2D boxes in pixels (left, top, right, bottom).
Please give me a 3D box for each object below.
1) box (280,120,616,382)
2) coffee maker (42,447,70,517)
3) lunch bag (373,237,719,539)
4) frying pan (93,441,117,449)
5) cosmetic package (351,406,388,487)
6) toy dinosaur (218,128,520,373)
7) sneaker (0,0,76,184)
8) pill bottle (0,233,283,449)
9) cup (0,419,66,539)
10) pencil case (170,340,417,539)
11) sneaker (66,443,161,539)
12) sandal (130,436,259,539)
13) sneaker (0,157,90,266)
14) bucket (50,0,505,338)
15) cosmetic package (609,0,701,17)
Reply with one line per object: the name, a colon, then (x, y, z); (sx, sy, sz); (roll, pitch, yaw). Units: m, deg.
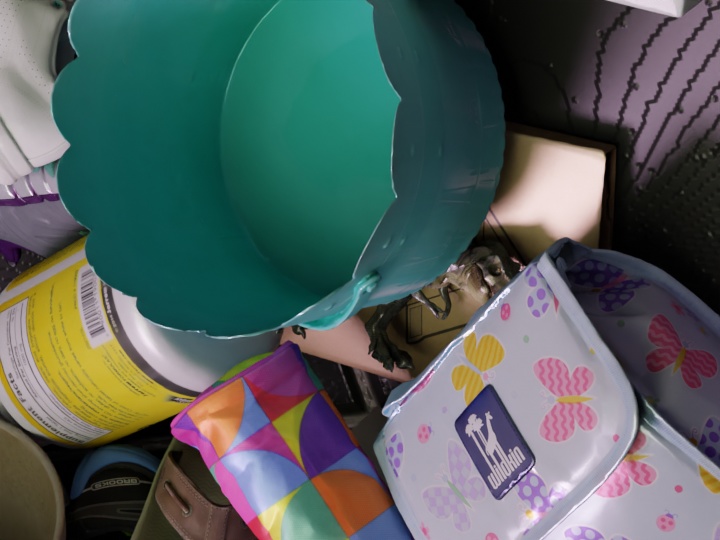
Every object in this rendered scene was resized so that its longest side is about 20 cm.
box: (0.040, -0.010, 1.052); (0.198, 0.021, 0.165); (16, 121, 29)
coffee maker: (-0.231, 0.190, 1.291); (0.201, 0.134, 0.192); (53, 157, 2)
lunch bag: (0.118, 0.101, 0.968); (0.200, 0.127, 0.170); (42, 126, -3)
frying pan: (-0.088, 0.159, 1.226); (0.190, 0.031, 0.115); (50, 130, -1)
cosmetic package: (0.054, 0.182, 1.097); (0.199, 0.087, 0.104); (32, 129, 18)
toy dinosaur: (0.000, 0.000, 1.041); (0.199, 0.047, 0.089); (24, 109, 25)
sneaker: (-0.203, -0.151, 1.124); (0.088, 0.075, 0.202); (-25, 75, 1)
pill bottle: (-0.142, 0.037, 1.126); (0.199, 0.112, 0.113); (-24, 98, 45)
cup: (-0.254, 0.197, 1.117); (0.199, 0.200, 0.144); (19, 135, 26)
pencil case: (-0.016, 0.138, 1.017); (0.088, 0.088, 0.201); (-35, 84, 41)
sneaker: (-0.100, 0.188, 1.159); (0.070, 0.083, 0.200); (-26, 119, 40)
sandal: (-0.084, 0.125, 1.096); (0.079, 0.203, 0.058); (10, 146, -1)
sneaker: (-0.156, -0.047, 1.154); (0.199, 0.075, 0.088); (-4, 133, 39)
bucket: (-0.036, -0.068, 0.959); (0.205, 0.134, 0.210); (0, 90, 31)
cosmetic package: (0.074, -0.193, 0.902); (0.198, 0.071, 0.102); (17, 122, 26)
